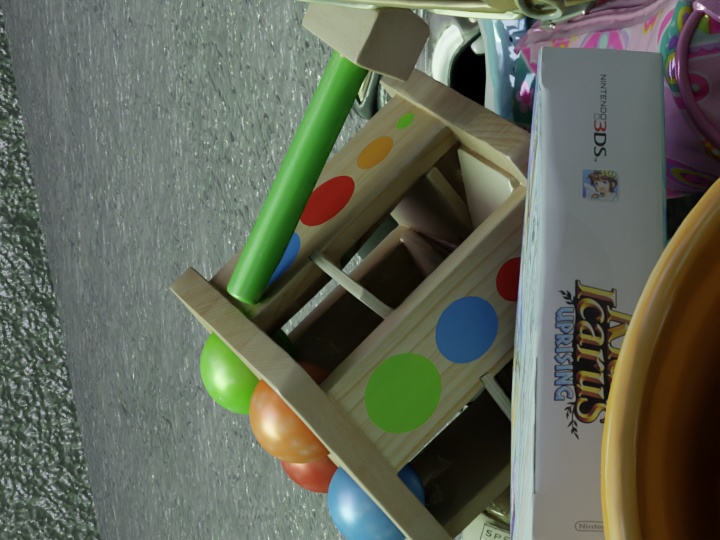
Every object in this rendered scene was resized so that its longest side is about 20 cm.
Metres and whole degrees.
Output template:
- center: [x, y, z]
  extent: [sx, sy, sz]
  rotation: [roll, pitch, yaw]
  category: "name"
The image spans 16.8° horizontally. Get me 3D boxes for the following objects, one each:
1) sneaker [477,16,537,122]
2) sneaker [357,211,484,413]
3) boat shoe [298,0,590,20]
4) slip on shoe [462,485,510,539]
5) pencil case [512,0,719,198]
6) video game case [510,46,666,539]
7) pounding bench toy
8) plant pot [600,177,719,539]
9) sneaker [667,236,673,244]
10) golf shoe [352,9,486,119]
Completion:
- center: [0.088, -0.098, 1.052]
  extent: [0.082, 0.073, 0.201]
  rotation: [-121, 15, -54]
  category: "sneaker"
- center: [0.045, 0.011, 1.136]
  extent: [0.200, 0.070, 0.100]
  rotation: [26, -134, -70]
  category: "sneaker"
- center: [0.027, -0.120, 0.864]
  extent: [0.200, 0.063, 0.074]
  rotation: [13, 133, 39]
  category: "boat shoe"
- center: [0.084, 0.091, 1.102]
  extent: [0.200, 0.075, 0.061]
  rotation: [-2, -73, -79]
  category: "slip on shoe"
- center: [0.118, -0.071, 0.911]
  extent: [0.200, 0.087, 0.088]
  rotation: [-175, 78, -75]
  category: "pencil case"
- center: [0.075, 0.058, 0.818]
  extent: [0.201, 0.045, 0.183]
  rotation: [89, -177, -57]
  category: "video game case"
- center: [0.000, 0.000, 0.980]
  extent: [0.200, 0.156, 0.124]
  rotation: [50, 174, -31]
  category: "pounding bench toy"
- center: [0.160, 0.060, 0.646]
  extent: [0.183, 0.198, 0.202]
  rotation: [70, -170, -81]
  category: "plant pot"
- center: [0.162, 0.044, 0.870]
  extent: [0.080, 0.077, 0.200]
  rotation: [-66, 32, 26]
  category: "sneaker"
- center: [0.057, -0.153, 1.170]
  extent: [0.094, 0.077, 0.201]
  rotation: [30, 121, 34]
  category: "golf shoe"
